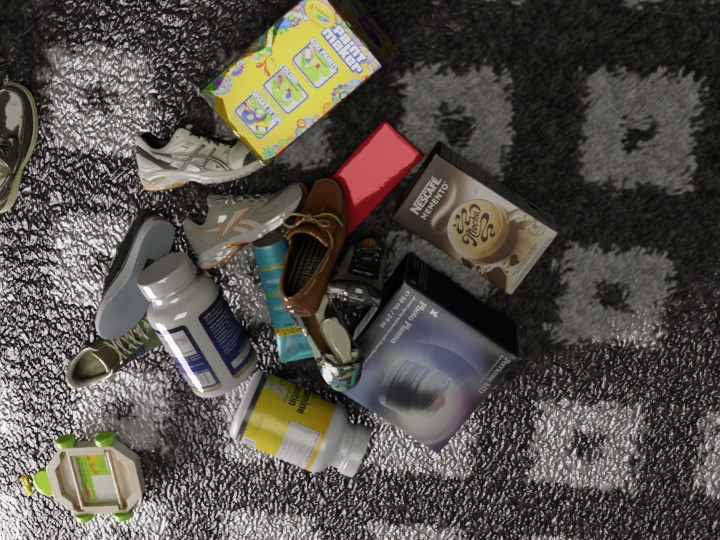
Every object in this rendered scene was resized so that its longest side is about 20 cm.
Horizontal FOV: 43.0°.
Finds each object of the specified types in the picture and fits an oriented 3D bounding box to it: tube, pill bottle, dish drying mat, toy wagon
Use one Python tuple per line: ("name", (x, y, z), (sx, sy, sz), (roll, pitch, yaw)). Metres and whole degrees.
("tube", (-0.109, 0.045, 1.360), (0.077, 0.050, 0.201), (-9, 113, 15))
("pill bottle", (-0.241, 0.077, 1.333), (0.111, 0.111, 0.200), (-20, 117, 13))
("dish drying mat", (-0.004, -0.118, 1.299), (0.077, 0.018, 0.200), (41, 109, -8))
("pill bottle", (-0.089, 0.239, 1.390), (0.199, 0.112, 0.112), (23, 111, -3))
("toy wagon", (-0.459, 0.342, 1.509), (0.199, 0.040, 0.156), (-4, 109, 9))

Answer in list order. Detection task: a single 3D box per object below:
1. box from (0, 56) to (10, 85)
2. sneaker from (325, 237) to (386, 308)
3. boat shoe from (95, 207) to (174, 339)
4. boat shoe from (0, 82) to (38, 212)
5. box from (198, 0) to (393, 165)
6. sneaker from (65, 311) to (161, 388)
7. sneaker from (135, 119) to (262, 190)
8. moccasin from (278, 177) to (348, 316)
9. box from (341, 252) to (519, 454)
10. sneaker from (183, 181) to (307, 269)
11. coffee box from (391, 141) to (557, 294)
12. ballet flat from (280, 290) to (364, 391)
("box", (-0.613, -0.245, 1.304), (0.159, 0.049, 0.200), (27, 111, -7))
("sneaker", (0.000, 0.000, 1.248), (0.074, 0.200, 0.080), (15, 102, 0))
("boat shoe", (-0.343, 0.002, 1.344), (0.068, 0.073, 0.200), (34, 106, 41))
("boat shoe", (-0.517, -0.168, 1.311), (0.072, 0.066, 0.201), (21, 111, -1))
("box", (-0.073, -0.258, 1.157), (0.192, 0.200, 0.122), (-38, 102, 18))
("sneaker", (-0.365, 0.120, 1.388), (0.200, 0.090, 0.067), (-30, 104, 16))
("sneaker", (-0.222, -0.168, 1.274), (0.199, 0.076, 0.088), (-8, 109, 9))
("moccasin", (-0.068, -0.040, 1.237), (0.073, 0.202, 0.078), (12, 156, 19))
("box", (0.092, 0.120, 1.321), (0.198, 0.123, 0.200), (33, 111, -7))
("sneaker", (-0.171, -0.083, 1.303), (0.200, 0.076, 0.092), (-30, 100, 15))
("coffee box", (0.157, -0.073, 1.264), (0.200, 0.080, 0.113), (32, 111, -6))
("ballet flat", (-0.049, 0.069, 1.260), (0.074, 0.074, 0.200), (-41, 65, 18))
